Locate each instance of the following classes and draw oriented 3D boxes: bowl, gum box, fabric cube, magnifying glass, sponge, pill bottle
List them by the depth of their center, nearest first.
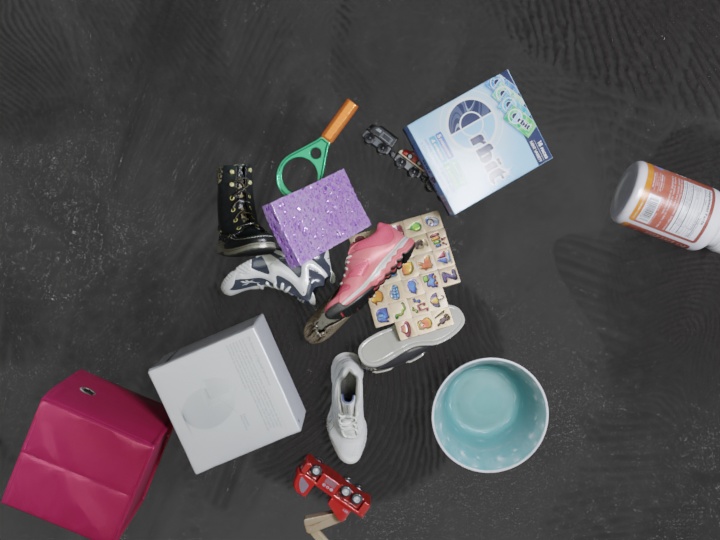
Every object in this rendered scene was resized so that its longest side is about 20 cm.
[{"bbox_3d":[-0.069,-0.090,1.368,0.030,0.200,0.112,-19,99,43],"label":"sponge"},{"bbox_3d":[0.536,-0.101,1.389,0.199,0.112,0.113,21,98,-3],"label":"pill bottle"},{"bbox_3d":[0.199,-0.215,1.395,0.199,0.045,0.170,-30,96,-7],"label":"gum box"},{"bbox_3d":[-0.455,0.315,1.417,0.199,0.196,0.201,23,97,-2],"label":"fabric cube"},{"bbox_3d":[-0.072,-0.210,1.430,0.079,0.022,0.200,37,98,-4],"label":"magnifying glass"},{"bbox_3d":[0.220,0.239,1.442,0.200,0.105,0.202,0,98,1],"label":"bowl"}]

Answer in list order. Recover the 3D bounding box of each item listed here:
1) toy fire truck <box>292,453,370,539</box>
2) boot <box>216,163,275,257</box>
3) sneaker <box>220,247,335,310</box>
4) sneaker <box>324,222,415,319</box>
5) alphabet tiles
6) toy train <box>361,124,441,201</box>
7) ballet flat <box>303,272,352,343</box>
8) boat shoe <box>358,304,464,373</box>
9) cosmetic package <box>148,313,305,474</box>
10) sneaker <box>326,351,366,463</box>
[{"bbox_3d":[-0.055,0.444,1.502,0.200,0.049,0.141,35,97,-4],"label":"toy fire truck"},{"bbox_3d":[-0.197,-0.101,1.363,0.073,0.203,0.155,-3,93,-24],"label":"boot"},{"bbox_3d":[-0.133,0.026,1.431,0.199,0.079,0.130,-28,88,-6],"label":"sneaker"},{"bbox_3d":[0.000,0.000,1.399,0.087,0.074,0.200,43,76,13],"label":"sneaker"},{"bbox_3d":[0.087,0.013,1.431,0.166,0.008,0.201,-16,84,-5],"label":"alphabet tiles"},{"bbox_3d":[0.091,-0.186,1.425,0.200,0.034,0.046,37,86,-4],"label":"toy train"},{"bbox_3d":[-0.028,0.051,1.448,0.067,0.046,0.200,44,93,-4],"label":"ballet flat"},{"bbox_3d":[0.090,0.124,1.451,0.199,0.060,0.074,-27,65,-9],"label":"boat shoe"},{"bbox_3d":[-0.226,0.211,1.436,0.199,0.123,0.200,-22,97,5],"label":"cosmetic package"},{"bbox_3d":[-0.026,0.250,1.457,0.074,0.087,0.201,-4,99,-1],"label":"sneaker"}]
